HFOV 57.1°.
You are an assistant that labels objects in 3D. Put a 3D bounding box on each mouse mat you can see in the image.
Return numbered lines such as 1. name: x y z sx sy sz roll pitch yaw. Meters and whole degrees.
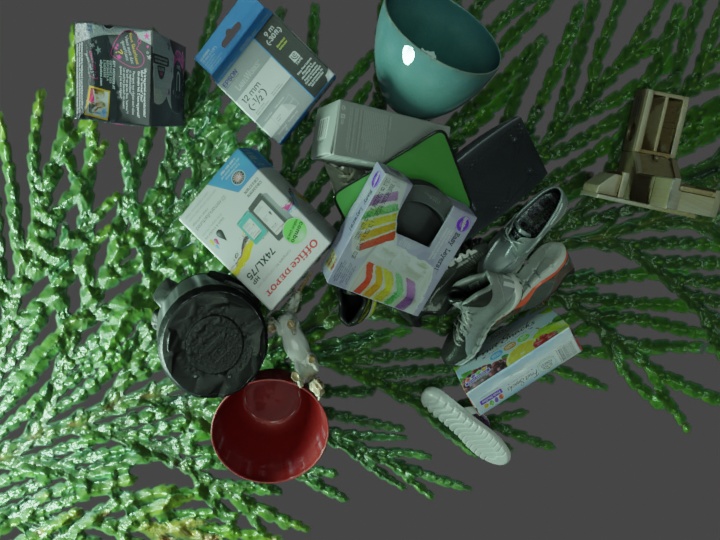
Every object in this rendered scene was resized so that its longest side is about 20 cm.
1. mouse mat: 0.069 -0.107 1.023 0.196 0.008 0.163 -29 128 2

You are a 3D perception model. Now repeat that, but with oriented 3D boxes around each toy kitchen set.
1. toy kitchen set: 0.444 -0.191 1.025 0.158 0.200 0.187 9 101 -3

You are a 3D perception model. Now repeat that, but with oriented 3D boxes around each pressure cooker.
1. pressure cooker: -0.245 0.095 1.068 0.173 0.199 0.182 -9 100 -16

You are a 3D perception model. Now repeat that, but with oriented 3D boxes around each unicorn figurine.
1. unicorn figurine: -0.105 0.107 1.082 0.071 0.137 0.207 -10 87 2

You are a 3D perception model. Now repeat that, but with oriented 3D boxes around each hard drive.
1. hard drive: 0.200 -0.148 1.089 0.198 0.043 0.136 -38 122 4

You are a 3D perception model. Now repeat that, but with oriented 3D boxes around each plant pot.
1. plant pot: 0.099 -0.315 1.018 0.196 0.203 0.136 27 135 -6

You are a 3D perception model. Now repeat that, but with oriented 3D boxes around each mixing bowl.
1. mixing bowl: -0.152 0.246 1.137 0.193 0.109 0.206 -2 113 -5

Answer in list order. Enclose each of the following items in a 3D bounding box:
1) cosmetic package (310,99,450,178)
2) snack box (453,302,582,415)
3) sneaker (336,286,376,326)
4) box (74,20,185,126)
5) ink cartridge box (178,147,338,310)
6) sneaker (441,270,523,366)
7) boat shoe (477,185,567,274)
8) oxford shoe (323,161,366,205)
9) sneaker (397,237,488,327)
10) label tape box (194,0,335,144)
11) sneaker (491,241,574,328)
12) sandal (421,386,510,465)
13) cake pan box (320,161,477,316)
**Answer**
1. cosmetic package: 0.031 -0.198 1.030 0.194 0.106 0.093 11 90 -22
2. snack box: 0.257 0.144 1.116 0.197 0.142 0.054 -33 102 5
3. sneaker: 0.000 0.000 1.095 0.072 0.085 0.207 6 111 15
4. box: -0.336 -0.287 0.992 0.111 0.200 0.137 5 101 -4
5. ink cartridge box: -0.155 -0.069 1.059 0.200 0.146 0.147 44 97 -4
6. sneaker: 0.169 0.072 1.093 0.113 0.076 0.202 16 121 -35
7. boat shoe: 0.265 -0.063 1.103 0.201 0.071 0.070 -48 67 3
8. oxford shoe: -0.016 -0.145 1.099 0.073 0.058 0.205 -23 102 1
9. sneaker: 0.144 0.026 1.133 0.198 0.067 0.091 -35 102 9
10. label tape box: -0.155 -0.325 1.058 0.199 0.066 0.144 42 97 -10
11. sneaker: 0.287 0.044 1.134 0.199 0.078 0.081 -41 123 18
12. sandal: 0.197 0.269 1.184 0.202 0.082 0.050 42 55 -6
13. cake pan box: 0.061 -0.046 1.019 0.180 0.053 0.203 21 111 -29
